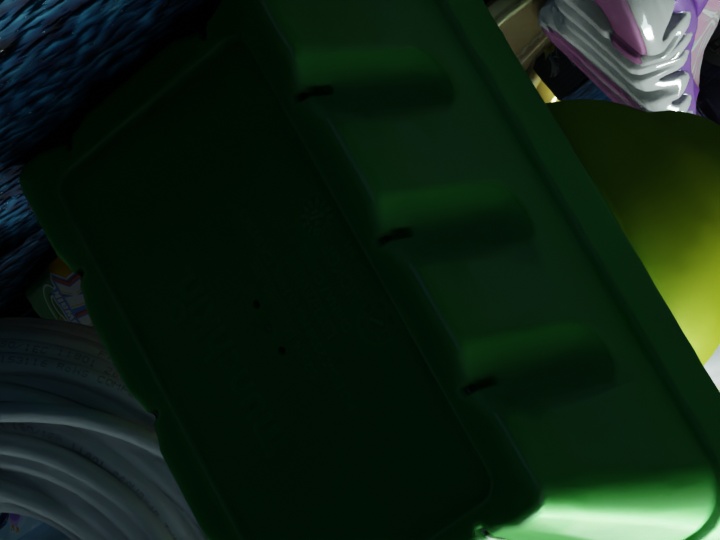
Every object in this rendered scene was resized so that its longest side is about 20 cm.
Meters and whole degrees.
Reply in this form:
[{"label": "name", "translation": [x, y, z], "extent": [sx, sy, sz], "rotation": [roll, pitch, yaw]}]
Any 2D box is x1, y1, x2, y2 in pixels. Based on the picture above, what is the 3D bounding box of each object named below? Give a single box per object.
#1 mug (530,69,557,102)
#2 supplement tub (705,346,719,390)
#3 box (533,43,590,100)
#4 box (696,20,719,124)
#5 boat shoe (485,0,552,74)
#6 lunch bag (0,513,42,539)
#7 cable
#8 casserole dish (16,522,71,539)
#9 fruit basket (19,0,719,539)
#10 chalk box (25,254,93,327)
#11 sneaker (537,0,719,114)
[{"label": "mug", "translation": [0.072, -0.034, 1.273], "extent": [0.186, 0.150, 0.153], "rotation": [-29, -170, 37]}, {"label": "supplement tub", "translation": [0.098, 0.047, 1.126], "extent": [0.145, 0.145, 0.201], "rotation": [-33, 146, -49]}, {"label": "box", "translation": [0.177, -0.169, 1.116], "extent": [0.200, 0.051, 0.158], "rotation": [-35, 178, -32]}, {"label": "box", "translation": [0.257, -0.092, 1.086], "extent": [0.200, 0.086, 0.164], "rotation": [-39, 134, 9]}, {"label": "boat shoe", "translation": [0.030, -0.047, 1.076], "extent": [0.201, 0.063, 0.073], "rotation": [-46, 176, 4]}, {"label": "lunch bag", "translation": [-0.153, 0.125, 1.383], "extent": [0.170, 0.122, 0.200], "rotation": [-37, -177, 39]}, {"label": "cable", "translation": [-0.112, 0.117, 0.808], "extent": [0.200, 0.200, 0.069], "rotation": [-38, -178, 15]}, {"label": "casserole dish", "translation": [-0.086, 0.146, 1.026], "extent": [0.200, 0.121, 0.039], "rotation": [-34, 178, -27]}, {"label": "fruit basket", "translation": [0.030, 0.010, 0.705], "extent": [0.155, 0.216, 0.215], "rotation": [-37, 177, 24]}, {"label": "chalk box", "translation": [-0.026, 0.011, 0.875], "extent": [0.125, 0.124, 0.200], "rotation": [-34, 177, -31]}, {"label": "sneaker", "translation": [0.121, -0.114, 0.965], "extent": [0.089, 0.080, 0.200], "rotation": [-47, 167, -4]}]
